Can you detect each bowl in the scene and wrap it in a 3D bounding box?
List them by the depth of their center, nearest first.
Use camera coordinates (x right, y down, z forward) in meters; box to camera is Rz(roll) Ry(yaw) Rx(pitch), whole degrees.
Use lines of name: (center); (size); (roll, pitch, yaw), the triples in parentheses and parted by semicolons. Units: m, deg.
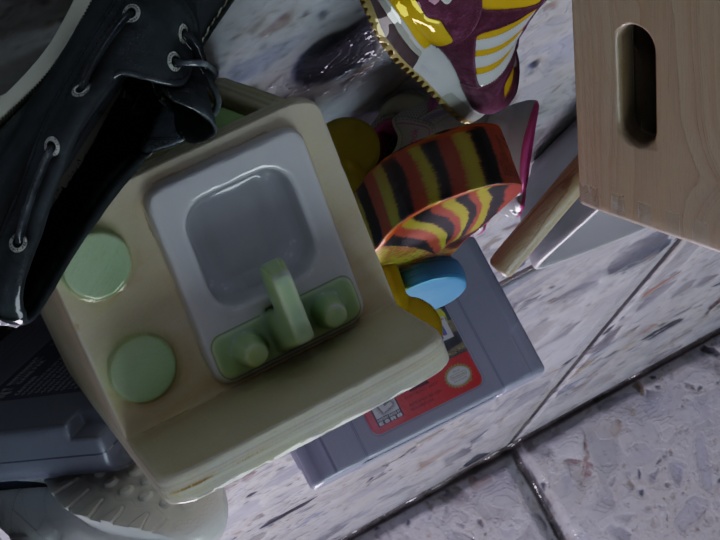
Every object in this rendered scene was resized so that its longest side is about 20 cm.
bowl: (0.218, -0.093, 1.240); (0.199, 0.075, 0.200); (-19, 161, -39)

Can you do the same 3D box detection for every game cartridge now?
game cartridge: (-0.134, 0.046, 0.853); (0.132, 0.041, 0.200); (-4, -155, 27)
game cartridge: (0.021, 0.057, 1.197); (0.199, 0.134, 0.041); (-25, 166, -20)

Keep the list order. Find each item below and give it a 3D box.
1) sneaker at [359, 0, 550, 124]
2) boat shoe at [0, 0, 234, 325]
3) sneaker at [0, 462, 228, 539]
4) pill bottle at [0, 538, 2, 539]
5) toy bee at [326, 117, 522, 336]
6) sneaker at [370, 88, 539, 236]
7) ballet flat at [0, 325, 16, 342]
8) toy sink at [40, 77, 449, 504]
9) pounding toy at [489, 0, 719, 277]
sneaker: (0.062, -0.128, 0.784); (0.090, 0.075, 0.200); (-28, 168, 15)
boat shoe: (-0.085, -0.063, 0.607); (0.200, 0.066, 0.075); (-49, 162, -16)
sneaker: (-0.123, 0.120, 0.818); (0.076, 0.081, 0.199); (-31, -158, -32)
pill bottle: (-0.329, 0.230, 1.153); (0.112, 0.113, 0.200); (-34, 166, 15)
toy bee: (0.000, 0.000, 0.849); (0.108, 0.131, 0.201); (-8, 135, -27)
sneaker: (0.042, -0.069, 0.965); (0.087, 0.082, 0.200); (10, 174, -6)
ballet flat: (-0.245, 0.103, 0.876); (0.200, 0.066, 0.057); (-51, 143, -35)
toy sink: (-0.070, -0.005, 0.703); (0.130, 0.113, 0.200); (-26, -160, -13)
pounding toy: (0.170, -0.101, 0.838); (0.184, 0.142, 0.201); (-34, 131, -36)
